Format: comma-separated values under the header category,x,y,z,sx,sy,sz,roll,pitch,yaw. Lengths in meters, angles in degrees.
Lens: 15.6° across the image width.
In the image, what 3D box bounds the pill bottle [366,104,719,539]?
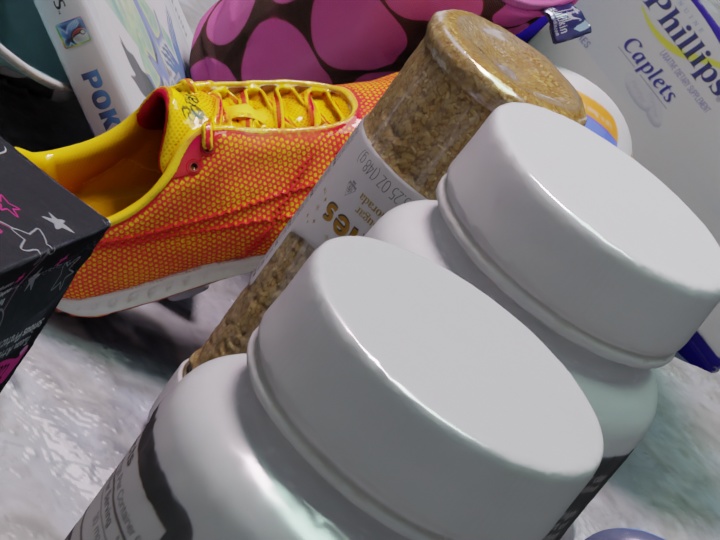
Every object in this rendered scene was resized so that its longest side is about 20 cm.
category,x,y,z,sx,sy,sz,roll,pitch,yaw
pill bottle,0.026,0.050,0.885,0.113,0.200,0.113,31,22,-14

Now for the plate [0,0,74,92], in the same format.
category,x,y,z,sx,sy,sz,roll,pitch,yaw
plate,-0.182,-0.148,1.068,0.200,0.026,0.200,52,9,-12

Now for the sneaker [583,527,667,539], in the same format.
category,x,y,z,sx,sy,sz,roll,pitch,yaw
sneaker,0.151,0.157,1.062,0.200,0.074,0.082,36,20,-25

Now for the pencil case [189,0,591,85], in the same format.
category,x,y,z,sx,sy,sz,roll,pitch,yaw
pencil case,0.014,-0.114,1.151,0.094,0.200,0.091,-7,80,-41

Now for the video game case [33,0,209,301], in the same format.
category,x,y,z,sx,sy,sz,roll,pitch,yaw
video game case,-0.103,-0.108,1.144,0.200,0.022,0.183,-92,161,-64

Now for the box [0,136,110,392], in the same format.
category,x,y,z,sx,sy,sz,roll,pitch,yaw
box,-0.189,0.007,0.781,0.132,0.115,0.200,38,20,8

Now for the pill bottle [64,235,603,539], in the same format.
category,x,y,z,sx,sy,sz,roll,pitch,yaw
pill bottle,-0.028,0.096,0.725,0.113,0.200,0.113,32,22,-14

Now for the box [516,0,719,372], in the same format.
category,x,y,z,sx,sy,sz,roll,pitch,yaw
box,0.112,-0.066,1.259,0.184,0.105,0.200,50,-9,-18

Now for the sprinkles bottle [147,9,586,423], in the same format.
category,x,y,z,sx,sy,sz,roll,pitch,yaw
sprinkles bottle,0.000,0.000,0.969,0.068,0.200,0.068,31,21,-14

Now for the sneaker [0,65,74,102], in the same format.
category,x,y,z,sx,sy,sz,roll,pitch,yaw
sneaker,-0.159,-0.151,1.207,0.075,0.081,0.200,24,26,-33

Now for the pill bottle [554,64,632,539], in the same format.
category,x,y,z,sx,sy,sz,roll,pitch,yaw
pill bottle,0.051,0.020,1.068,0.112,0.112,0.200,27,49,-23

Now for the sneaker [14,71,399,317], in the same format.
category,x,y,z,sx,sy,sz,roll,pitch,yaw
sneaker,-0.042,-0.042,1.024,0.200,0.077,0.073,-20,43,-14
